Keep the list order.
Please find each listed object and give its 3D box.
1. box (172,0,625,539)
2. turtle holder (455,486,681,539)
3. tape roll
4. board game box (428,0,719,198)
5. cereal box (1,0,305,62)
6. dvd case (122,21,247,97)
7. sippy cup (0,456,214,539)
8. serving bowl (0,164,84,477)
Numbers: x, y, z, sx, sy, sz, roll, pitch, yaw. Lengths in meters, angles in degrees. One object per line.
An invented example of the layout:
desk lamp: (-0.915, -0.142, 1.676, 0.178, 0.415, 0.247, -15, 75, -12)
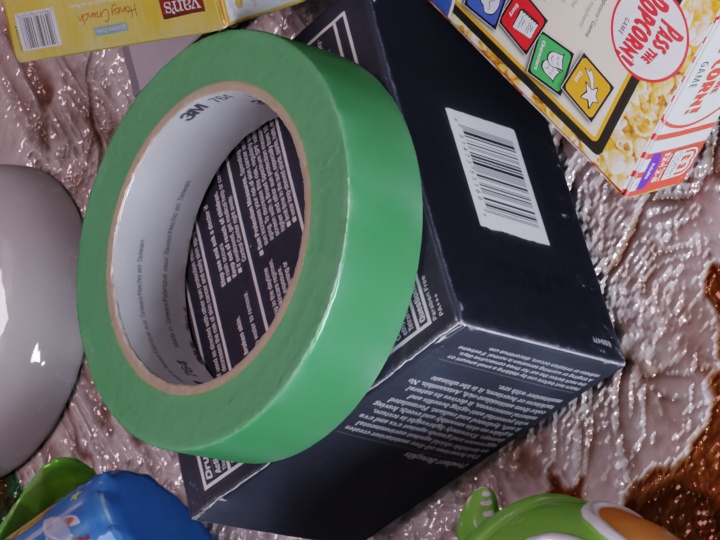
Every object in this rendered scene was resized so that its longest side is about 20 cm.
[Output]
box: (0.000, 0.000, 1.279, 0.198, 0.123, 0.201, -36, 54, 34)
turtle holder: (0.086, 0.185, 1.101, 0.185, 0.141, 0.132, -41, 29, -29)
tape roll: (-0.056, -0.011, 1.218, 0.200, 0.048, 0.201, -15, 69, 44)
board game box: (0.102, -0.156, 1.202, 0.200, 0.046, 0.152, 48, 132, 27)
cereal box: (-0.065, -0.152, 1.330, 0.144, 0.200, 0.040, -6, 103, 37)
dvd case: (-0.080, -0.212, 1.503, 0.200, 0.025, 0.151, -40, 53, 35)
sippy cup: (-0.146, 0.181, 1.396, 0.130, 0.140, 0.178, -44, 74, 17)
serving bowl: (-0.250, 0.027, 1.593, 0.200, 0.066, 0.201, -17, 66, 45)
